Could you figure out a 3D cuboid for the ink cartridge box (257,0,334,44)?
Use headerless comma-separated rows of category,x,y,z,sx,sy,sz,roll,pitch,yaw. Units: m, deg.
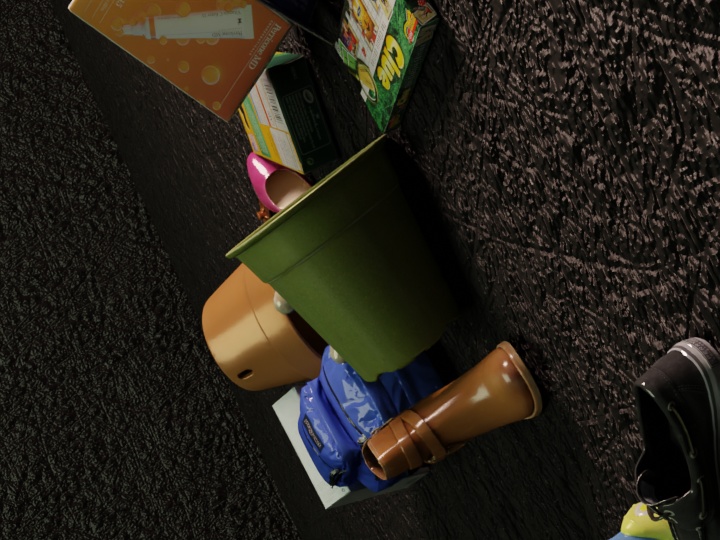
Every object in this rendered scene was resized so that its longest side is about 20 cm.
ink cartridge box,-0.129,-0.308,1.076,0.200,0.044,0.196,41,-167,32

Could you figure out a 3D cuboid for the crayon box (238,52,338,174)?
crayon box,-0.099,-0.195,1.356,0.200,0.051,0.127,29,141,64

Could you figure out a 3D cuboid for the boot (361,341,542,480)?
boot,0.083,0.144,1.069,0.074,0.153,0.200,61,164,14

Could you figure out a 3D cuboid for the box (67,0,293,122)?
box,-0.183,-0.269,1.185,0.199,0.125,0.098,34,-167,-9

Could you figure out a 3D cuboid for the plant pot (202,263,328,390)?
plant pot,-0.109,0.065,1.452,0.200,0.139,0.201,45,-153,-31

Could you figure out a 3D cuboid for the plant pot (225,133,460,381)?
plant pot,0.000,0.000,1.125,0.191,0.199,0.200,53,166,-7

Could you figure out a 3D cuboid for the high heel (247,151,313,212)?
high heel,-0.082,-0.092,1.410,0.201,0.067,0.096,54,172,20

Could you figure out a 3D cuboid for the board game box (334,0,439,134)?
board game box,0.019,-0.209,0.995,0.106,0.023,0.200,59,164,13

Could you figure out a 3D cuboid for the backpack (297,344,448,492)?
backpack,0.017,0.160,1.305,0.163,0.167,0.201,53,156,20

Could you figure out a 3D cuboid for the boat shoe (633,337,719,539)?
boat shoe,0.218,0.139,0.774,0.070,0.066,0.202,47,156,48

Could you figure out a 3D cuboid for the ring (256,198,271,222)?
ring,-0.114,-0.035,1.718,0.201,0.019,0.201,56,162,29

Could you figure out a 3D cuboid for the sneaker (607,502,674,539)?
sneaker,0.230,0.283,0.881,0.202,0.104,0.076,68,165,-8

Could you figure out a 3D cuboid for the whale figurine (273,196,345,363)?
whale figurine,-0.023,0.009,1.266,0.104,0.158,0.202,36,-154,-61

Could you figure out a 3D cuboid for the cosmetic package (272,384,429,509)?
cosmetic package,-0.009,0.221,1.472,0.199,0.052,0.152,4,-127,-57
